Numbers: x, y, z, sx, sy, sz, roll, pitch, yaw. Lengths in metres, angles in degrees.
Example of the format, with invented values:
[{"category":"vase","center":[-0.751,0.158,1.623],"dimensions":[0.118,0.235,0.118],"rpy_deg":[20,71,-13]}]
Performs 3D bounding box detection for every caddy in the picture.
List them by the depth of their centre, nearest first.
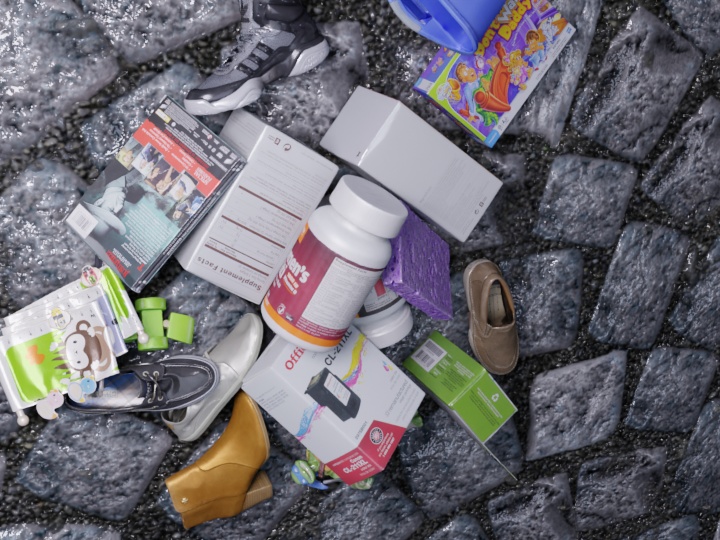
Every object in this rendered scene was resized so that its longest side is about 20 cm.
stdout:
[{"category":"caddy","center":[0.082,-0.348,1.238],"dimensions":[0.200,0.141,0.105],"rpy_deg":[40,85,-31]}]

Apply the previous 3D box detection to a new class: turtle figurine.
[{"category":"turtle figurine","center":[-0.013,0.226,1.413],"dimensions":[0.194,0.144,0.200],"rpy_deg":[-35,137,-20]}]

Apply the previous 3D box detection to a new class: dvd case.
[{"category":"dvd case","center":[-0.245,-0.093,1.190],"dimensions":[0.200,0.146,0.022],"rpy_deg":[-50,154,-1]}]

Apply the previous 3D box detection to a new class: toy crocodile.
[{"category":"toy crocodile","center":[-0.306,0.074,1.271],"dimensions":[0.200,0.062,0.068],"rpy_deg":[-3,80,-22]}]

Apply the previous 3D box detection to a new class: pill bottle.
[{"category":"pill bottle","center":[-0.031,-0.008,1.217],"dimensions":[0.109,0.110,0.200],"rpy_deg":[18,113,-30]},{"category":"pill bottle","center":[0.000,0.000,1.352],"dimensions":[0.116,0.116,0.200],"rpy_deg":[-26,118,-14]}]

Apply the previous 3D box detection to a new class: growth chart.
[{"category":"growth chart","center":[-0.354,0.086,1.210],"dimensions":[0.200,0.018,0.145],"rpy_deg":[-32,87,1]}]

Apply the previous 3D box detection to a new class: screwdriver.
[{"category":"screwdriver","center":[-0.314,0.052,1.233],"dimensions":[0.028,0.029,0.200],"rpy_deg":[3,86,-21]}]

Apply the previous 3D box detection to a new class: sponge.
[{"category":"sponge","center":[0.079,-0.009,1.352],"dimensions":[0.200,0.030,0.112],"rpy_deg":[34,52,-61]}]

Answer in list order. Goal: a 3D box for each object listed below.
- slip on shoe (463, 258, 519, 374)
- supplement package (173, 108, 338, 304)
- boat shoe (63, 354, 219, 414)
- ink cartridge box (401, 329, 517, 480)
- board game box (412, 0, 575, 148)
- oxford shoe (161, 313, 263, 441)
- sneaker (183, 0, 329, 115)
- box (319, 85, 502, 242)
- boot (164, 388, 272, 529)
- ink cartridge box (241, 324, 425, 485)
[{"category":"slip on shoe","center":[0.205,0.078,1.513],"dimensions":[0.076,0.061,0.200],"rpy_deg":[-21,117,-17]},{"category":"supplement package","center":[-0.140,-0.082,1.251],"dimensions":[0.117,0.117,0.200],"rpy_deg":[27,97,-33]},{"category":"boat shoe","center":[-0.280,0.147,1.277],"dimensions":[0.200,0.066,0.070],"rpy_deg":[-4,88,-6]},{"category":"ink cartridge box","center":[0.170,0.200,1.495],"dimensions":[0.076,0.148,0.200],"rpy_deg":[-45,123,-5]},{"category":"board game box","center":[0.182,-0.288,1.365],"dimensions":[0.134,0.045,0.200],"rpy_deg":[33,94,-32]},{"category":"oxford shoe","center":[-0.198,0.140,1.339],"dimensions":[0.058,0.075,0.200],"rpy_deg":[31,100,-35]},{"category":"sneaker","center":[-0.138,-0.269,1.202],"dimensions":[0.200,0.075,0.114],"rpy_deg":[-32,119,-22]},{"category":"box","center":[0.067,-0.140,1.322],"dimensions":[0.200,0.124,0.098],"rpy_deg":[33,92,-32]},{"category":"boot","center":[-0.200,0.265,1.389],"dimensions":[0.144,0.071,0.201],"rpy_deg":[-15,120,-20]},{"category":"ink cartridge box","center":[-0.034,0.157,1.322],"dimensions":[0.200,0.083,0.146],"rpy_deg":[44,48,-10]}]
